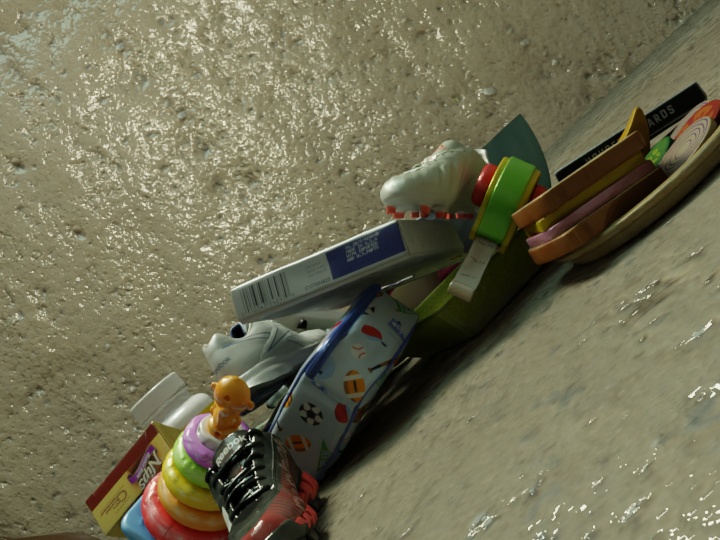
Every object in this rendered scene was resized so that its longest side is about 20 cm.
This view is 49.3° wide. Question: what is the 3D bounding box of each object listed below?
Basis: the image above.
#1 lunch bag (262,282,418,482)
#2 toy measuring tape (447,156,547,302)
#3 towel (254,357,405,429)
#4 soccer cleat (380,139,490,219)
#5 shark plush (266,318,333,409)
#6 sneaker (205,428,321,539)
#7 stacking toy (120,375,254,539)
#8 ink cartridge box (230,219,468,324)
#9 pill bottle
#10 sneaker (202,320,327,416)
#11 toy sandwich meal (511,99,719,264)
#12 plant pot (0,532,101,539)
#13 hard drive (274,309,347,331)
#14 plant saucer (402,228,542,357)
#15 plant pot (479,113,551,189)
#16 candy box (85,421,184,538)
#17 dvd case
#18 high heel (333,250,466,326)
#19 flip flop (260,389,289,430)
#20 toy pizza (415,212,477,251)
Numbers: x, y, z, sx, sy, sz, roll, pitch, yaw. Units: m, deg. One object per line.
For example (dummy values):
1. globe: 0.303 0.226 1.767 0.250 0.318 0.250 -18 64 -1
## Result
1. lunch bag: -0.024 0.115 0.773 0.201 0.075 0.161 -58 -3 36
2. toy measuring tape: 0.126 -0.052 0.715 0.074 0.074 0.200 -42 6 41
3. towel: -0.036 0.153 1.021 0.151 0.024 0.200 -8 -27 -45
4. soccer cleat: 0.077 -0.090 0.768 0.068 0.079 0.199 2 4 31
5. shark plush: -0.070 0.103 1.009 0.090 0.084 0.200 -7 -29 -47
6. sneaker: -0.080 0.175 0.604 0.071 0.098 0.200 -40 1 -3
7. stacking toy: -0.142 0.179 0.746 0.110 0.115 0.202 -45 -22 -61
8. ink cartridge box: 0.000 0.000 0.808 0.197 0.041 0.199 -22 -9 24
9. pill bottle: -0.224 0.243 1.087 0.111 0.201 0.111 -41 0 0
10. sneaker: -0.091 0.084 0.840 0.074 0.087 0.200 -44 -12 19
11. toy sandwich meal: 0.212 -0.080 0.643 0.205 0.070 0.205 -43 0 0
12. plant pot: -0.244 0.276 0.551 0.200 0.201 0.198 -42 -9 -7
13. hard drive: -0.055 0.102 1.099 0.197 0.027 0.132 8 -43 -26
14. plant saucer: 0.125 0.019 0.843 0.199 0.048 0.200 -43 0 -23
15. plant pot: 0.198 -0.106 1.134 0.200 0.135 0.200 -42 0 0
16. candy box: -0.206 0.254 0.914 0.117 0.056 0.200 -49 -33 0
17. dvd case: 0.274 -0.131 0.815 0.149 0.025 0.200 -34 -4 16
18. high heel: 0.053 0.031 0.927 0.198 0.068 0.096 -30 11 -8
19. flip flop: -0.066 0.186 0.944 0.057 0.081 0.200 -32 -13 -45
20. toy pizza: 0.093 -0.013 1.027 0.198 0.032 0.202 -19 -39 -16
